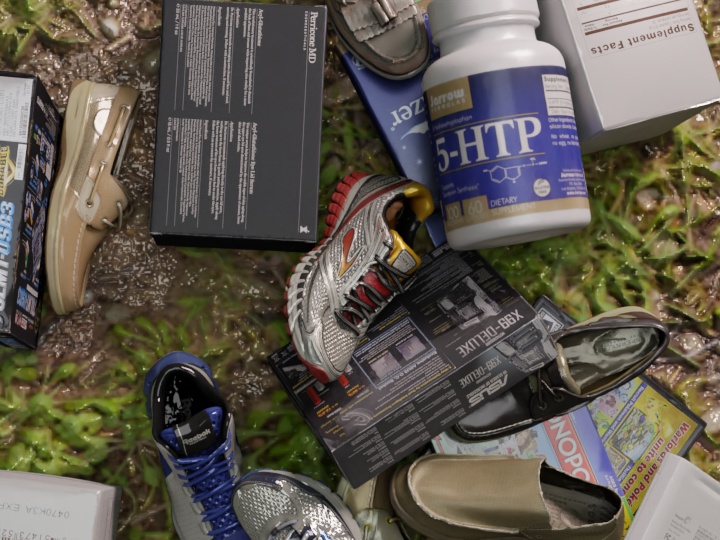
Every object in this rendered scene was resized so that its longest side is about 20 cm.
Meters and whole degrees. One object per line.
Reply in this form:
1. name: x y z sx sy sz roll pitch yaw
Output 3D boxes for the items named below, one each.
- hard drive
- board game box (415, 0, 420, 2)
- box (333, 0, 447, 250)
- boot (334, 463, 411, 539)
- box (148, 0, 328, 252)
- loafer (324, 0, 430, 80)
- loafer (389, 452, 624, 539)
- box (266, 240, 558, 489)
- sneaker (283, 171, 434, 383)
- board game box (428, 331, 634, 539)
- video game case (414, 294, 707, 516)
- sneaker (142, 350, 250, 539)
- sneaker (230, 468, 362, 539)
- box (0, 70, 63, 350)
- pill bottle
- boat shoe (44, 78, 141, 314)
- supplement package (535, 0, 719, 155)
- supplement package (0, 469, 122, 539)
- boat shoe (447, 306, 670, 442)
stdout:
1. hard drive: 0.251 0.266 1.474 0.132 0.026 0.201 34 81 -39
2. board game box: 0.077 -0.186 1.553 0.104 0.023 0.201 -25 86 -3
3. box: 0.075 -0.130 1.522 0.121 0.032 0.201 -27 87 -6
4. boot: 0.047 0.237 1.453 0.154 0.072 0.201 12 89 22
5. box: -0.101 -0.121 1.507 0.140 0.079 0.201 3 83 0
6. loafer: -0.003 -0.248 1.500 0.072 0.063 0.201 -25 61 -3
7. loafer: 0.122 0.179 1.423 0.199 0.068 0.076 10 50 -13
8. box: 0.040 0.069 1.455 0.199 0.158 0.050 -33 124 -6
9. sneaker: 0.000 0.000 1.442 0.082 0.078 0.201 -1 55 34
10. board game box: 0.139 0.169 1.488 0.134 0.029 0.201 -22 85 -5
11. video game case: 0.165 0.154 1.519 0.180 0.026 0.200 38 82 2
12. sneaker: -0.130 0.160 1.454 0.080 0.115 0.201 -20 85 -5
13. sneaker: -0.028 0.234 1.387 0.200 0.085 0.077 44 107 7
14. box: -0.278 -0.042 1.426 0.049 0.200 0.200 7 84 -3
15. pill bottle: 0.113 -0.124 1.447 0.119 0.120 0.201 -9 86 -4
16. boat shoe: -0.223 -0.061 1.496 0.064 0.071 0.201 7 82 -2
17. supplement package: 0.203 -0.210 1.507 0.119 0.121 0.201 -15 85 -17
18. supplement package: -0.257 0.219 1.397 0.116 0.200 0.118 7 83 -3
19. boat shoe: 0.159 0.080 1.452 0.199 0.065 0.074 -27 87 -6
